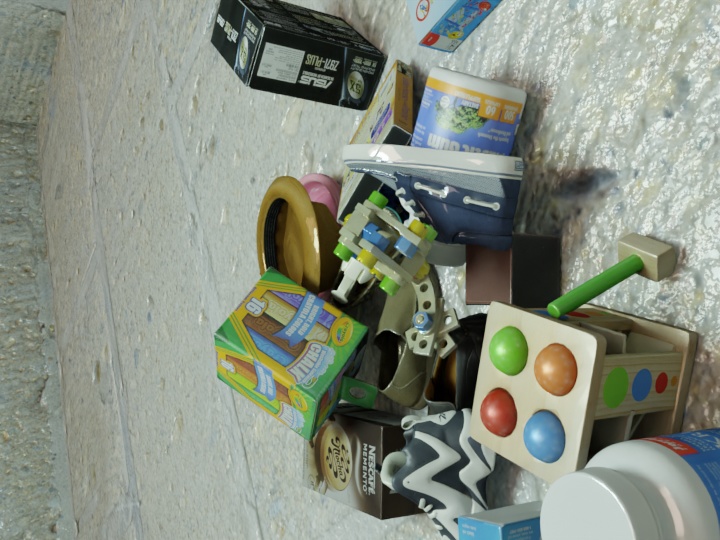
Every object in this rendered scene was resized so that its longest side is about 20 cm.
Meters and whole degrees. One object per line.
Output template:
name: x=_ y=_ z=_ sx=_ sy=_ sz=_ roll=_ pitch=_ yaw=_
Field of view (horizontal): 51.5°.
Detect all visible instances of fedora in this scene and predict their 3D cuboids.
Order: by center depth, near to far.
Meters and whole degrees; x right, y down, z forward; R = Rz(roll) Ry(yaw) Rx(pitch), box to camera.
fedora: x=-0.077 y=-0.030 z=1.042 sx=0.199 sy=0.080 sz=0.206 roll=16 pitch=109 yaw=54

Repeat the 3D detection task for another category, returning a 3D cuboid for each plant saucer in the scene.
plant saucer: x=-0.061 y=-0.043 z=1.135 sx=0.199 sy=0.050 sz=0.206 roll=-7 pitch=81 yaw=56

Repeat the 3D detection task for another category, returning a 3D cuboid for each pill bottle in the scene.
pill bottle: x=0.230 y=0.179 z=0.549 sx=0.111 sy=0.196 sz=0.115 roll=-6 pitch=83 yaw=55
pill bottle: x=0.105 y=-0.113 z=0.833 sx=0.112 sy=0.110 sz=0.204 roll=35 pitch=117 yaw=51

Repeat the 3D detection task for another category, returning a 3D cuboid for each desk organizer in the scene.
desk organizer: x=0.157 y=0.067 z=0.782 sx=0.076 sy=0.070 sz=0.205 roll=-3 pitch=85 yaw=58

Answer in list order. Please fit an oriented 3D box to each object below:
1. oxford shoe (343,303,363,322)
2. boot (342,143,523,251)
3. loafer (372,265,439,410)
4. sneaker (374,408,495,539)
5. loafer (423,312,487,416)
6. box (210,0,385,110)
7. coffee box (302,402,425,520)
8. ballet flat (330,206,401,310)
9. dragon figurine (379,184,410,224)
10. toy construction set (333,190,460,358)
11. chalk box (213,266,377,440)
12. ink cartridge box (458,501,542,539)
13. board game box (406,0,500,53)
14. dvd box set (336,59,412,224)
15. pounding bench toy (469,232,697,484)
oxford shoe: x=-0.057 y=0.111 z=1.052 sx=0.075 sy=0.057 sz=0.203 roll=3 pitch=61 yaw=58
boot: x=0.064 y=-0.077 z=0.755 sx=0.196 sy=0.072 sz=0.093 roll=11 pitch=100 yaw=31
loafer: x=0.055 y=0.068 z=0.929 sx=0.076 sy=0.066 sz=0.205 roll=-29 pitch=58 yaw=51
sneaker: x=0.076 y=0.249 z=0.818 sx=0.080 sy=0.126 sz=0.204 roll=-76 pitch=-10 yaw=-77
loafer: x=0.099 y=0.144 z=0.861 sx=0.072 sy=0.071 sz=0.205 roll=30 pitch=114 yaw=51
box: x=-0.091 y=-0.315 z=1.062 sx=0.164 sy=0.196 sz=0.087 roll=52 pitch=129 yaw=43
coffee box: x=0.003 y=0.246 z=0.994 sx=0.198 sy=0.078 sz=0.116 roll=-4 pitch=84 yaw=56
ballet flat: x=0.000 y=0.000 z=0.942 sx=0.068 sy=0.075 sz=0.201 roll=43 pitch=150 yaw=9
dragon figurine: x=0.038 y=-0.062 z=0.978 sx=0.201 sy=0.058 sz=0.101 roll=-54 pitch=46 yaw=38
toy construction set: x=0.045 y=-0.001 z=0.754 sx=0.092 sy=0.201 sz=0.130 roll=-46 pitch=48 yaw=-13
chalk box: x=-0.071 y=0.118 z=0.942 sx=0.198 sy=0.124 sz=0.126 roll=31 pitch=146 yaw=13
ink cartridge box: x=0.160 y=0.337 z=0.720 sx=0.066 sy=0.114 sz=0.205 roll=-13 pitch=77 yaw=54
board game box: x=0.121 y=-0.402 z=0.877 sx=0.195 sy=0.055 sz=0.204 roll=-37 pitch=58 yaw=49
dvd box set: x=0.020 y=-0.164 z=0.947 sx=0.147 sy=0.029 sz=0.202 roll=-57 pitch=16 yaw=32
pounding bench toy: x=0.192 y=0.065 z=0.652 sx=0.123 sy=0.153 sz=0.205 roll=18 pitch=103 yaw=55
